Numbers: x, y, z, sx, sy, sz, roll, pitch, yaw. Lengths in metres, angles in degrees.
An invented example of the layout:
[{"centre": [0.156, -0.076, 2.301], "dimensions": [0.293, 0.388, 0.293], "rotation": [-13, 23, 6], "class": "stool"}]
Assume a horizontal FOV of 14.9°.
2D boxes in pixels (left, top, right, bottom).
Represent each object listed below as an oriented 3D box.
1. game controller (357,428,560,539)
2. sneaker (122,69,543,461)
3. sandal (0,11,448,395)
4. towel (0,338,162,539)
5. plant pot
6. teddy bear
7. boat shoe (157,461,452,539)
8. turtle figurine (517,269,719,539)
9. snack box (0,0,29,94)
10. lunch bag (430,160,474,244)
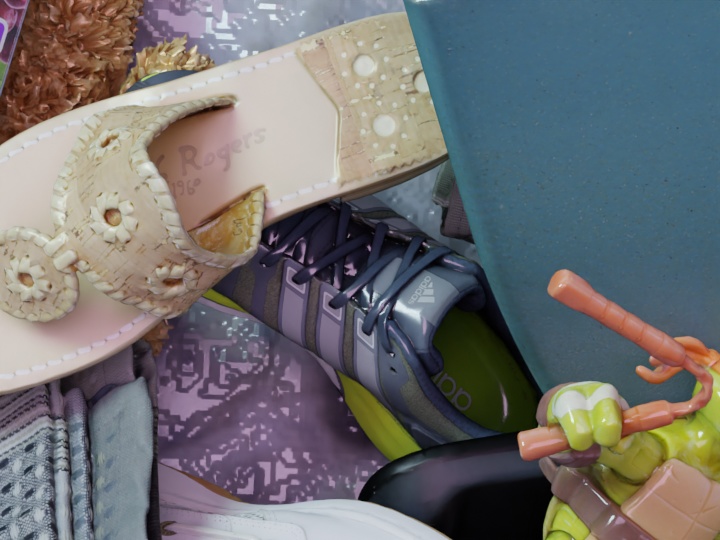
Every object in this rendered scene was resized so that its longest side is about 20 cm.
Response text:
[{"centre": [0.094, 0.079, 0.935], "dimensions": [0.199, 0.105, 0.042], "rotation": [-9, 49, -11], "class": "game controller"}, {"centre": [0.000, 0.000, 0.932], "dimensions": [0.200, 0.081, 0.074], "rotation": [38, 71, -18], "class": "sneaker"}, {"centre": [-0.055, -0.030, 0.861], "dimensions": [0.211, 0.070, 0.078], "rotation": [-25, 84, -8], "class": "sandal"}, {"centre": [-0.150, 0.111, 0.876], "dimensions": [0.199, 0.193, 0.035], "rotation": [-23, 129, 13], "class": "towel"}, {"centre": [0.101, -0.045, 0.837], "dimensions": [0.140, 0.142, 0.201], "rotation": [-7, 127, 9], "class": "plant pot"}, {"centre": [-0.119, -0.054, 0.964], "dimensions": [0.144, 0.067, 0.201], "rotation": [16, 83, 1], "class": "teddy bear"}, {"centre": [-0.039, 0.113, 0.898], "dimensions": [0.199, 0.069, 0.071], "rotation": [8, 117, 37], "class": "boat shoe"}, {"centre": [0.070, 0.078, 0.808], "dimensions": [0.161, 0.200, 0.064], "rotation": [-50, 47, 7], "class": "turtle figurine"}, {"centre": [-0.192, -0.047, 0.879], "dimensions": [0.142, 0.053, 0.201], "rotation": [23, 79, -36], "class": "snack box"}, {"centre": [0.118, -0.091, 0.952], "dimensions": [0.163, 0.118, 0.201], "rotation": [9, 97, -1], "class": "lunch bag"}]
